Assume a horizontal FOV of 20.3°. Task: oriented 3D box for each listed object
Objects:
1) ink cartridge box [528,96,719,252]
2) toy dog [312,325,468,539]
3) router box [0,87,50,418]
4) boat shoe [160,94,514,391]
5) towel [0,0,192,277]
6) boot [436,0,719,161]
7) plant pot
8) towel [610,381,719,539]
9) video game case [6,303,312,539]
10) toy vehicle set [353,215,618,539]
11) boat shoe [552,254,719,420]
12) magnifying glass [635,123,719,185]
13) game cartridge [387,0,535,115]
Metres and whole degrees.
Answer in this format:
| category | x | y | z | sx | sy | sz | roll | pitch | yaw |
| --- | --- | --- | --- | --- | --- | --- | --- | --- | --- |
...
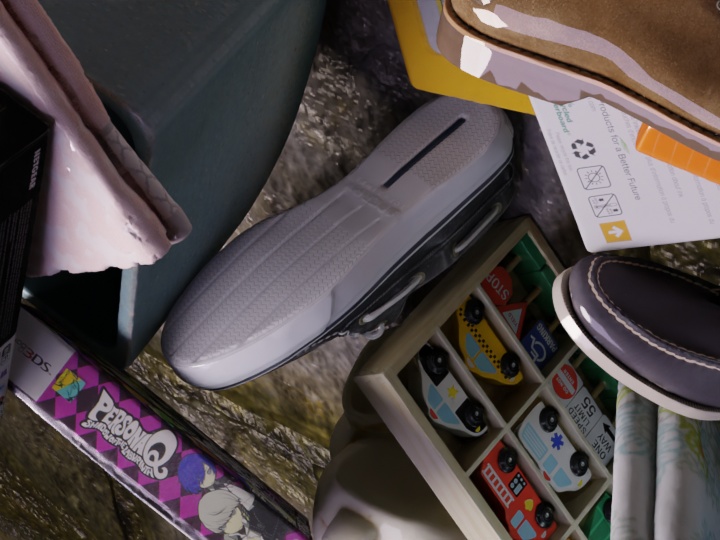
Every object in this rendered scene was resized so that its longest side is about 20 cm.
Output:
| category | x | y | z | sx | sy | sz | roll | pitch | yaw |
| --- | --- | --- | --- | --- | --- | --- | --- | --- | --- |
| ink cartridge box | 0.153 | -0.099 | 0.762 | 0.199 | 0.043 | 0.199 | -5 | 129 | 27 |
| toy dog | 0.044 | 0.168 | 1.106 | 0.139 | 0.194 | 0.201 | 16 | 134 | 20 |
| router box | -0.207 | -0.024 | 0.823 | 0.149 | 0.051 | 0.200 | 37 | 141 | 13 |
| boat shoe | 0.000 | 0.000 | 0.944 | 0.072 | 0.200 | 0.071 | 43 | 164 | 44 |
| towel | -0.175 | -0.078 | 0.823 | 0.199 | 0.032 | 0.191 | -4 | 126 | 51 |
| boot | 0.127 | -0.088 | 0.709 | 0.199 | 0.074 | 0.076 | 16 | 125 | 8 |
| plant pot | -0.112 | -0.119 | 0.923 | 0.195 | 0.200 | 0.197 | 36 | 149 | 13 |
| towel | 0.165 | 0.146 | 0.944 | 0.048 | 0.200 | 0.172 | -15 | 119 | 18 |
| video game case | -0.102 | 0.084 | 0.984 | 0.181 | 0.036 | 0.200 | 38 | 176 | 1 |
| toy vehicle set | 0.094 | 0.089 | 1.007 | 0.026 | 0.124 | 0.200 | -10 | 121 | 53 |
| boat shoe | 0.178 | 0.029 | 0.851 | 0.199 | 0.073 | 0.063 | 22 | 133 | -14 |
| magnifying glass | 0.203 | -0.020 | 0.777 | 0.199 | 0.022 | 0.080 | 21 | 137 | -2 |
| game cartridge | 0.069 | -0.149 | 0.840 | 0.176 | 0.032 | 0.201 | 16 | 141 | 38 |
